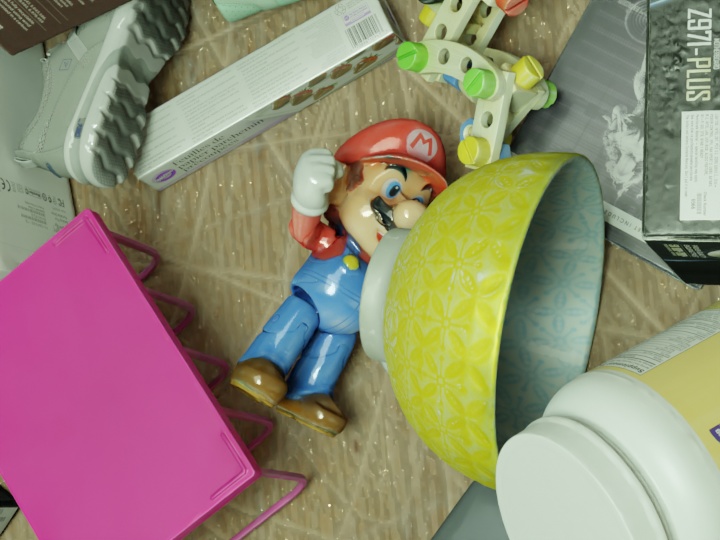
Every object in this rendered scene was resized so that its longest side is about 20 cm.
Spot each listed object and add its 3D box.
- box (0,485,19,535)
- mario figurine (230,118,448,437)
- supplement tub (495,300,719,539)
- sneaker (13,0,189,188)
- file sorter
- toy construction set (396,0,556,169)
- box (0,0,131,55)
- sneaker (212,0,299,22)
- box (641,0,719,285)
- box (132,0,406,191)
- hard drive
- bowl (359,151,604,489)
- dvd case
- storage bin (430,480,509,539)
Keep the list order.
[{"bbox_3d":[-0.345,0.110,1.246,0.200,0.198,0.050,36,94,20],"label":"box"},{"bbox_3d":[0.000,0.000,1.192,0.106,0.123,0.201,23,85,19],"label":"mario figurine"},{"bbox_3d":[0.188,0.103,1.059,0.199,0.146,0.146,-26,70,-27],"label":"supplement tub"},{"bbox_3d":[-0.173,-0.149,1.273,0.081,0.075,0.201,4,58,23],"label":"sneaker"},{"bbox_3d":[-0.146,0.091,1.223,0.139,0.125,0.200,-38,71,10],"label":"file sorter"},{"bbox_3d":[0.099,-0.169,1.186,0.200,0.092,0.131,-51,52,13],"label":"toy construction set"},{"bbox_3d":[-0.163,-0.225,1.231,0.199,0.075,0.101,-20,47,28],"label":"box"},{"bbox_3d":[-0.085,-0.265,1.287,0.118,0.074,0.202,-22,75,14],"label":"sneaker"},{"bbox_3d":[0.215,-0.101,1.099,0.086,0.164,0.201,0,81,17],"label":"box"},{"bbox_3d":[-0.064,-0.119,1.275,0.199,0.039,0.042,-30,72,12],"label":"box"},{"bbox_3d":[-0.235,-0.085,1.276,0.027,0.132,0.201,-17,77,18],"label":"hard drive"},{"bbox_3d":[0.063,0.024,1.127,0.107,0.200,0.202,10,85,21],"label":"bowl"},{"bbox_3d":[0.193,-0.110,1.202,0.148,0.016,0.201,29,90,19],"label":"dvd case"},{"bbox_3d":[0.102,0.217,1.123,0.199,0.146,0.135,28,81,20],"label":"storage bin"}]
